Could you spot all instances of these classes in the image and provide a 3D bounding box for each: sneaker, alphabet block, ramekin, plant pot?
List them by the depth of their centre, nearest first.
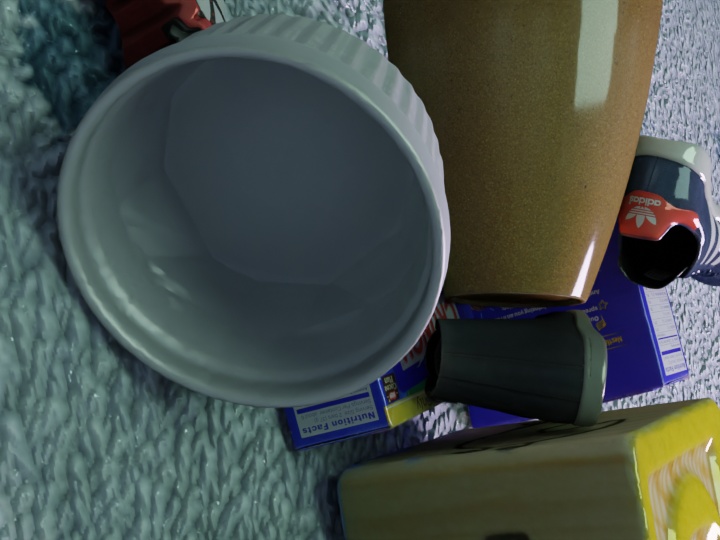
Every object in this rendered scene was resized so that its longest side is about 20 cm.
[{"bbox_3d":[-0.047,-0.038,0.668,0.201,0.200,0.105,61,22,-20],"label":"ramekin"},{"bbox_3d":[-0.107,-0.152,0.744,0.201,0.071,0.098,64,33,-13],"label":"sneaker"},{"bbox_3d":[0.127,0.198,0.810,0.195,0.199,0.197,-7,85,-60],"label":"alphabet block"},{"bbox_3d":[0.095,0.055,0.837,0.200,0.106,0.075,71,28,-88],"label":"sneaker"},{"bbox_3d":[0.106,-0.079,0.837,0.186,0.186,0.201,12,77,-57],"label":"plant pot"},{"bbox_3d":[0.224,-0.016,0.911,0.200,0.075,0.085,41,66,-52],"label":"sneaker"}]

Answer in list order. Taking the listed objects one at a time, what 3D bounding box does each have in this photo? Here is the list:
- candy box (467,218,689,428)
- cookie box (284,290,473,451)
[{"bbox_3d":[0.148,0.010,0.994,0.077,0.169,0.201,-2,77,-57],"label":"candy box"},{"bbox_3d":[0.000,0.000,0.842,0.171,0.075,0.201,-14,88,-63],"label":"cookie box"}]
